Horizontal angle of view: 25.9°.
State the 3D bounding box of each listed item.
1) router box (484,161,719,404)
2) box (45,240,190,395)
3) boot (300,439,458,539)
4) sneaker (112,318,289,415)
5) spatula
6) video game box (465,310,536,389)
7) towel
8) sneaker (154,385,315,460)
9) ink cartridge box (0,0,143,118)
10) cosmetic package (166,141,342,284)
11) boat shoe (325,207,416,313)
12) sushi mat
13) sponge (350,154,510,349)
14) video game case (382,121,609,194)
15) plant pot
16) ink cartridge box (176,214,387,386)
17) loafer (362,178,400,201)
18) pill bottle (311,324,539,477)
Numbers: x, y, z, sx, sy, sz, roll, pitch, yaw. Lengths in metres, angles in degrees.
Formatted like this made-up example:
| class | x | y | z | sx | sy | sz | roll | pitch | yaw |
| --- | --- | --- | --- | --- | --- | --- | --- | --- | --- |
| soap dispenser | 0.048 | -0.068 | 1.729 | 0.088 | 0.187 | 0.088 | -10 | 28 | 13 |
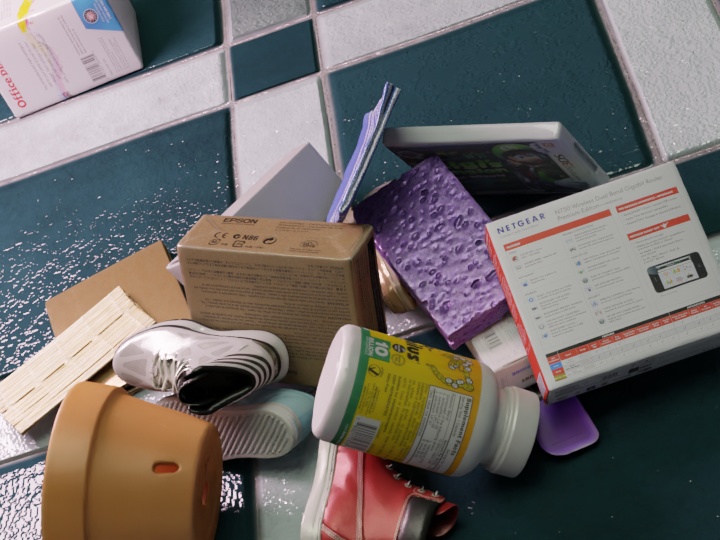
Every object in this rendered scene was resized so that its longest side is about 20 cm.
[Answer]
| class | x | y | z | sx | sy | sz | roll | pitch | yaw |
| --- | --- | --- | --- | --- | --- | --- | --- | --- | --- |
| router box | 0.242 | 0.011 | 1.511 | 0.198 | 0.049 | 0.181 | -18 | 70 | -3 |
| box | -0.275 | 0.065 | 1.826 | 0.163 | 0.021 | 0.200 | -28 | 42 | -1 |
| boot | 0.030 | 0.198 | 1.523 | 0.143 | 0.073 | 0.201 | -2 | 48 | 14 |
| sneaker | -0.183 | 0.098 | 1.597 | 0.199 | 0.076 | 0.115 | -2 | 11 | 22 |
| spatula | 0.172 | 0.110 | 1.564 | 0.056 | 0.021 | 0.200 | -22 | 38 | -6 |
| video game box | 0.183 | 0.024 | 1.611 | 0.181 | 0.047 | 0.200 | -26 | 38 | -3 |
| towel | -0.002 | -0.116 | 1.653 | 0.024 | 0.200 | 0.146 | 23 | 85 | -2 |
| sneaker | -0.126 | 0.155 | 1.647 | 0.199 | 0.075 | 0.082 | 4 | 20 | 35 |
| ink cartridge box | -0.430 | -0.342 | 2.206 | 0.199 | 0.147 | 0.147 | -21 | 43 | 5 |
| cosmetic package | -0.114 | -0.047 | 1.785 | 0.200 | 0.090 | 0.107 | -48 | 11 | -20 |
| boat shoe | 0.000 | 0.000 | 1.726 | 0.069 | 0.074 | 0.200 | -33 | 33 | -3 |
| sushi mat | -0.330 | 0.102 | 1.792 | 0.200 | 0.012 | 0.096 | -40 | 46 | -10 |
| sponge | 0.085 | -0.023 | 1.605 | 0.111 | 0.030 | 0.200 | -34 | 55 | -4 |
| video game case | 0.149 | -0.117 | 1.692 | 0.198 | 0.182 | 0.024 | 1 | 75 | 26 |
| plant pot | -0.217 | 0.215 | 1.543 | 0.139 | 0.201 | 0.201 | 4 | 48 | 8 |
| ink cartridge box | -0.078 | 0.033 | 1.637 | 0.198 | 0.166 | 0.075 | 5 | 33 | 20 |
| loafer | 0.054 | -0.056 | 1.723 | 0.070 | 0.070 | 0.200 | -31 | 20 | -25 |
| pill bottle | 0.063 | 0.130 | 1.481 | 0.198 | 0.113 | 0.113 | 16 | 48 | -8 |
